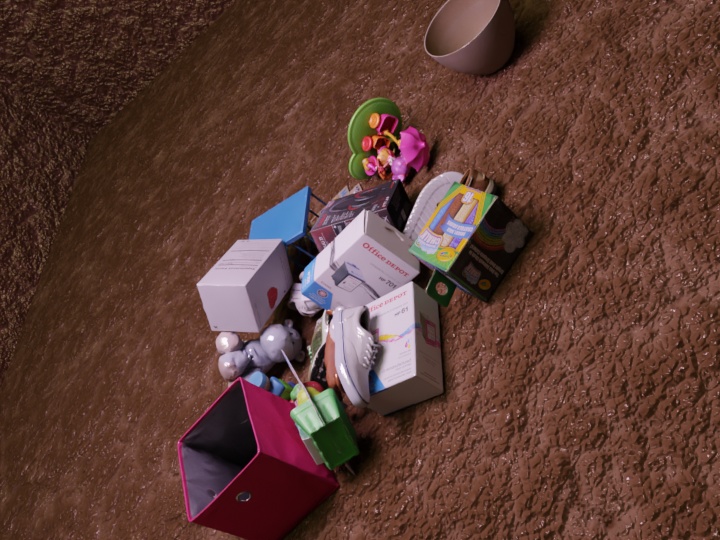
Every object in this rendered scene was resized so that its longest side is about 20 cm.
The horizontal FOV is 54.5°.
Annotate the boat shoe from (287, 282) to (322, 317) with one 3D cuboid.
[{"bbox_3d":[-0.109,0.071,1.541,0.066,0.073,0.200,-67,19,-8],"label":"boat shoe"}]

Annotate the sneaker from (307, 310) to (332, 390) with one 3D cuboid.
[{"bbox_3d":[-0.077,0.169,1.442,0.089,0.077,0.200,-31,35,45],"label":"sneaker"}]

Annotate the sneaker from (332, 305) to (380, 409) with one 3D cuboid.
[{"bbox_3d":[-0.002,0.142,1.223,0.071,0.073,0.200,-25,51,17],"label":"sneaker"}]

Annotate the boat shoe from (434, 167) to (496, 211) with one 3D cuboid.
[{"bbox_3d":[0.175,-0.108,1.341,0.200,0.074,0.076,-54,16,-3],"label":"boat shoe"}]

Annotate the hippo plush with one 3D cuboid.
[{"bbox_3d":[-0.201,0.195,1.520,0.160,0.200,0.160,-18,74,9],"label":"hippo plush"}]

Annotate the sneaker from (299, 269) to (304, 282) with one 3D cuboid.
[{"bbox_3d":[-0.040,-0.018,1.544,0.200,0.073,0.112,-4,55,40],"label":"sneaker"}]

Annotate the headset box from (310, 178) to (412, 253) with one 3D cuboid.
[{"bbox_3d":[-0.005,-0.106,1.480,0.200,0.075,0.149,-15,26,24],"label":"headset box"}]

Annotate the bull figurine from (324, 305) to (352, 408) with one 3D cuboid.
[{"bbox_3d":[-0.031,0.162,1.329,0.065,0.122,0.200,-10,40,14],"label":"bull figurine"}]

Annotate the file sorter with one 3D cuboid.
[{"bbox_3d":[-0.158,-0.077,1.663,0.200,0.123,0.139,-27,45,35],"label":"file sorter"}]

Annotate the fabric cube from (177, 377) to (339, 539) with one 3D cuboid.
[{"bbox_3d":[-0.195,0.361,1.307,0.196,0.199,0.200,-45,37,13],"label":"fabric cube"}]

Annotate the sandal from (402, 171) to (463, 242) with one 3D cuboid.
[{"bbox_3d":[0.142,-0.113,1.413,0.203,0.082,0.050,-54,-7,6],"label":"sandal"}]

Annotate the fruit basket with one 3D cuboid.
[{"bbox_3d":[-0.086,0.262,1.279,0.094,0.186,0.200,-33,36,-14],"label":"fruit basket"}]

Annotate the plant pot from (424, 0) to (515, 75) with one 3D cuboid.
[{"bbox_3d":[0.258,-0.504,1.519,0.200,0.134,0.201,-30,42,32],"label":"plant pot"}]

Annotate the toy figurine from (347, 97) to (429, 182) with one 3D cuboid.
[{"bbox_3d":[0.072,-0.264,1.572,0.184,0.150,0.200,42,118,45],"label":"toy figurine"}]

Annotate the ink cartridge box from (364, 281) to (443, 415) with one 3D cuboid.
[{"bbox_3d":[0.067,0.141,1.274,0.144,0.085,0.200,-29,42,33],"label":"ink cartridge box"}]

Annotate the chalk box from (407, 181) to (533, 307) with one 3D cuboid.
[{"bbox_3d":[0.182,-0.034,1.244,0.200,0.125,0.124,-55,36,-1],"label":"chalk box"}]

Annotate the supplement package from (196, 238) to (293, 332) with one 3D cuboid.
[{"bbox_3d":[-0.246,0.030,1.527,0.119,0.122,0.200,0,31,20],"label":"supplement package"}]

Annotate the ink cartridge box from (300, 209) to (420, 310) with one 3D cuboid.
[{"bbox_3d":[0.000,0.000,1.378,0.200,0.146,0.086,-42,25,32],"label":"ink cartridge box"}]

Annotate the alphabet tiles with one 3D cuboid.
[{"bbox_3d":[-0.061,-0.117,1.692,0.200,0.006,0.167,-43,38,18],"label":"alphabet tiles"}]

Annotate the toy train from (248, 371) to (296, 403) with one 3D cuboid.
[{"bbox_3d":[-0.216,0.308,1.442,0.200,0.116,0.085,-56,35,-1],"label":"toy train"}]
